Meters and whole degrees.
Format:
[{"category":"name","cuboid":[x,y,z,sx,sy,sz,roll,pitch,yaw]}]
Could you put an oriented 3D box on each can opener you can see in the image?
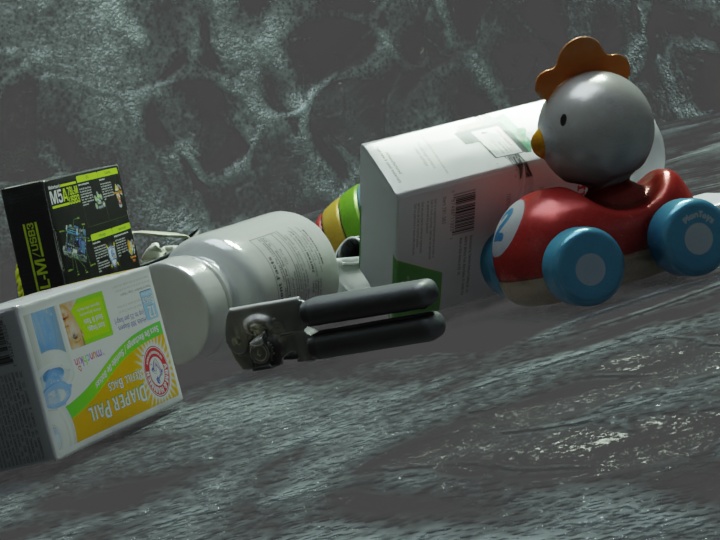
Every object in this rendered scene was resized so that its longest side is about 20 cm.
[{"category":"can opener","cuboid":[-0.019,0.041,1.483,0.199,0.054,0.067,-10,7,28]}]

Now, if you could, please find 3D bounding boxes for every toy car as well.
[{"category":"toy car","cuboid":[0.177,-0.084,1.485,0.176,0.202,0.184,-15,4,-14]}]

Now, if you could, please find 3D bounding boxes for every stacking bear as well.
[{"category":"stacking bear","cuboid":[-0.003,-0.031,1.959,0.199,0.122,0.114,-25,31,17]}]

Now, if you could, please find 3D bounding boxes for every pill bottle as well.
[{"category":"pill bottle","cuboid":[-0.114,0.019,1.635,0.114,0.115,0.200,-11,5,32]}]

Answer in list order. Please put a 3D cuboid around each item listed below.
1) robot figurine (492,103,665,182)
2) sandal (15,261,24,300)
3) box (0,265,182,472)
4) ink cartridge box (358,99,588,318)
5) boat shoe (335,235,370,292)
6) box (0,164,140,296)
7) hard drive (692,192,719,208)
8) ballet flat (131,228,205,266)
[{"category":"robot figurine","cuboid":[0.207,-0.110,1.817,0.150,0.126,0.199,-16,8,-38]},{"category":"sandal","cuboid":[-0.289,0.046,1.718,0.079,0.088,0.200,6,31,2]},{"category":"box","cuboid":[-0.226,0.072,1.337,0.101,0.113,0.200,-13,4,22]},{"category":"ink cartridge box","cuboid":[0.105,-0.055,1.606,0.199,0.147,0.085,-15,44,-18]},{"category":"boat shoe","cuboid":[0.000,0.000,1.802,0.072,0.069,0.200,-11,6,29]},{"category":"box","cuboid":[-0.242,0.010,1.621,0.047,0.195,0.200,-13,5,12]},{"category":"hard drive","cuboid":[0.259,-0.038,1.766,0.198,0.026,0.132,-15,5,-7]},{"category":"ballet flat","cuboid":[-0.238,-0.002,1.843,0.199,0.074,0.073,-14,5,-18]}]
